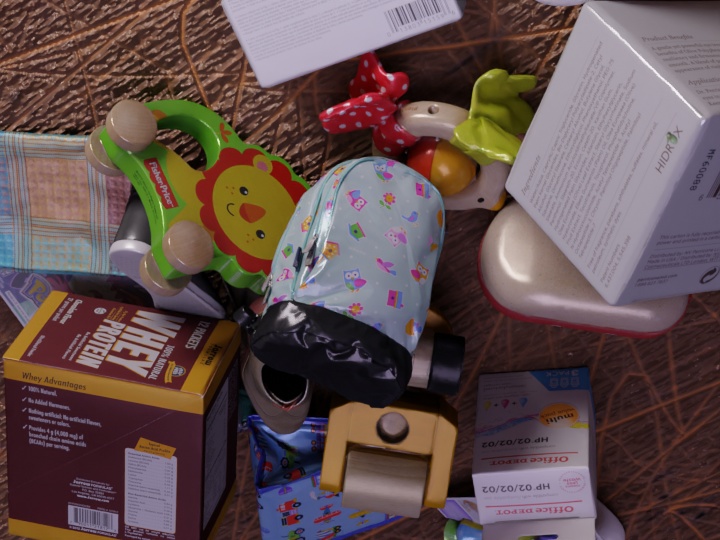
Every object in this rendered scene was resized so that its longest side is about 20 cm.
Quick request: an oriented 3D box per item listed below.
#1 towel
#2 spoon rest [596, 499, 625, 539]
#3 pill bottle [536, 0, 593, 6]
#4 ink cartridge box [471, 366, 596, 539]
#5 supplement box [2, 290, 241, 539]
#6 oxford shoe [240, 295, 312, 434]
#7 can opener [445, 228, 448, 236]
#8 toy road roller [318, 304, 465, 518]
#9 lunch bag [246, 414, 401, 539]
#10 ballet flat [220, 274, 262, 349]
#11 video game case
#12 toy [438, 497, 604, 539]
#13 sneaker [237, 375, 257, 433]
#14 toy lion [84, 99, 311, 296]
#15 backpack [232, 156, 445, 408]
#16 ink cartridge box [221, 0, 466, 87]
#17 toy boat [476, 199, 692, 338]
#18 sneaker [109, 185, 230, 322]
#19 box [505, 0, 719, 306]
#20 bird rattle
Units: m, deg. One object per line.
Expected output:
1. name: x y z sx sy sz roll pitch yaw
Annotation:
1. towel: -0.310 -0.063 1.707 0.198 0.022 0.148 3 116 10
2. spoon rest: 0.212 0.253 1.861 0.099 0.061 0.200 -16 134 18
3. pill bottle: 0.164 -0.327 1.435 0.112 0.113 0.201 -10 122 13
4. ink cartridge box: 0.170 0.182 1.723 0.114 0.201 0.068 -6 123 10
5. supplement box: -0.227 0.151 1.697 0.195 0.133 0.202 9 119 9
6. oxford shoe: -0.078 0.108 1.672 0.070 0.075 0.201 -7 143 -2
7. can opener: 0.000 0.000 1.723 0.199 0.053 0.067 -34 82 26
8. toy road roller: 0.034 0.125 1.718 0.122 0.146 0.202 9 104 1
9. lunch bag: -0.009 0.212 1.812 0.198 0.095 0.151 -7 143 -4
10. ballet flat: -0.110 0.007 1.733 0.067 0.046 0.201 -6 123 10
11. video game case: -0.257 0.033 1.782 0.181 0.023 0.201 -21 119 19
12. toy: 0.164 0.284 1.828 0.199 0.047 0.115 -2 138 48
13. sneaker: -0.178 0.149 1.840 0.198 0.075 0.088 -7 156 2
14. toy lion: -0.130 -0.068 1.625 0.069 0.191 0.201 -40 72 47
15. backpack: -0.002 0.002 1.573 0.166 0.201 0.126 27 151 -25
16. ink cartridge box: -0.031 -0.269 1.541 0.199 0.044 0.174 -17 116 18
17. toy boat: 0.207 0.005 1.664 0.198 0.132 0.131 9 155 -2
18. sneaker: -0.169 -0.016 1.698 0.070 0.100 0.200 0 153 24
19. box: 0.268 -0.103 1.491 0.198 0.172 0.201 -7 134 -36
20. bird rattle: 0.064 -0.111 1.606 0.198 0.113 0.164 1 140 10
